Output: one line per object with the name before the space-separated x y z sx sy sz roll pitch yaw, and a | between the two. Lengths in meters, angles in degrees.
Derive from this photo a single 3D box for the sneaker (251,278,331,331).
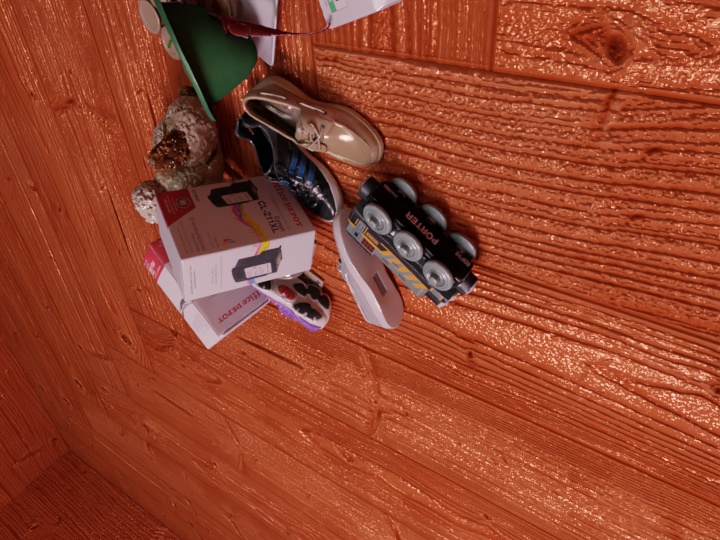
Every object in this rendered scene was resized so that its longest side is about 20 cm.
sneaker | -0.142 0.039 0.998 0.199 0.081 0.084 41 145 7

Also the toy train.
toy train | 0.067 -0.036 0.765 0.200 0.085 0.114 43 152 2

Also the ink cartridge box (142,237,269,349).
ink cartridge box | -0.274 0.016 1.042 0.201 0.146 0.083 52 141 0

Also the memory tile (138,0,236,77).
memory tile | -0.249 -0.366 0.805 0.154 0.017 0.199 53 147 -4

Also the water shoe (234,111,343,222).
water shoe | -0.106 -0.142 0.827 0.201 0.079 0.071 53 140 -6

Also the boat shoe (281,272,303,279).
boat shoe | -0.174 -0.057 0.958 0.196 0.076 0.073 21 131 15

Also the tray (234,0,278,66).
tray | -0.128 -0.364 0.694 0.107 0.022 0.202 44 147 18

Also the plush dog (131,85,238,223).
plush dog | -0.264 -0.185 0.889 0.156 0.204 0.173 8 147 -6

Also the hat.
hat | -0.148 -0.301 0.738 0.203 0.173 0.166 62 175 16

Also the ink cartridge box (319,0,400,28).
ink cartridge box | 0.019 -0.355 0.573 0.197 0.050 0.164 2 122 43

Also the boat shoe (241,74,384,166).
boat shoe | -0.063 -0.188 0.755 0.197 0.065 0.073 31 136 6

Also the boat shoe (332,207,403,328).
boat shoe | 0.000 0.000 0.864 0.068 0.072 0.202 -4 127 42

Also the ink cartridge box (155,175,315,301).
ink cartridge box | -0.183 -0.057 0.843 0.147 0.196 0.084 55 148 35

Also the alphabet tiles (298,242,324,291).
alphabet tiles | -0.134 -0.008 1.016 0.166 0.008 0.202 37 139 14
